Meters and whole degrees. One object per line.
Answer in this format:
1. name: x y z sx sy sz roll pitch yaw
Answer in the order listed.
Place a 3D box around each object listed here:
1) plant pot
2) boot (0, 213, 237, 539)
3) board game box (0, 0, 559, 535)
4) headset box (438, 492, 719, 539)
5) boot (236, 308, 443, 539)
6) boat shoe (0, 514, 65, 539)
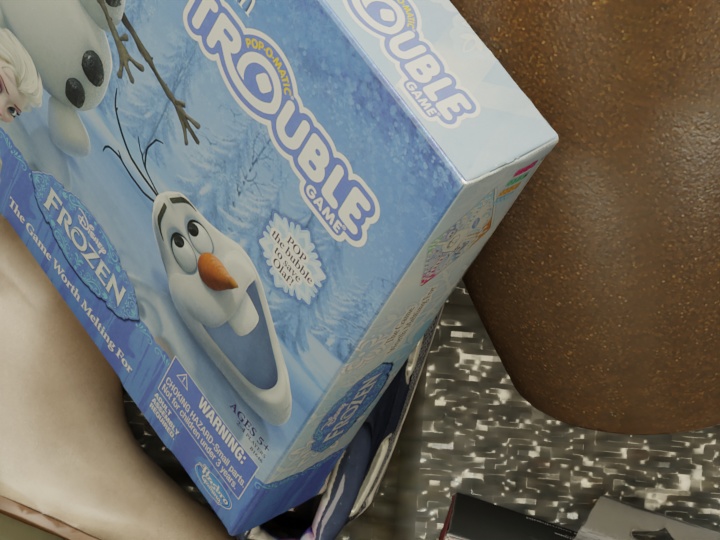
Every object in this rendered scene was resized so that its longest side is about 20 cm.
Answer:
1. plant pot: 0.088 -0.058 0.912 0.186 0.187 0.201 -3 117 5
2. boot: -0.110 0.010 1.018 0.199 0.070 0.147 22 86 4
3. board game box: -0.050 -0.051 0.898 0.200 0.043 0.199 52 141 17
4. headset box: 0.076 0.180 1.029 0.148 0.077 0.201 17 98 2
5. boot: 0.000 0.000 1.004 0.072 0.090 0.201 10 98 3
6. boat shoe: -0.121 0.123 1.040 0.201 0.072 0.060 29 116 9
